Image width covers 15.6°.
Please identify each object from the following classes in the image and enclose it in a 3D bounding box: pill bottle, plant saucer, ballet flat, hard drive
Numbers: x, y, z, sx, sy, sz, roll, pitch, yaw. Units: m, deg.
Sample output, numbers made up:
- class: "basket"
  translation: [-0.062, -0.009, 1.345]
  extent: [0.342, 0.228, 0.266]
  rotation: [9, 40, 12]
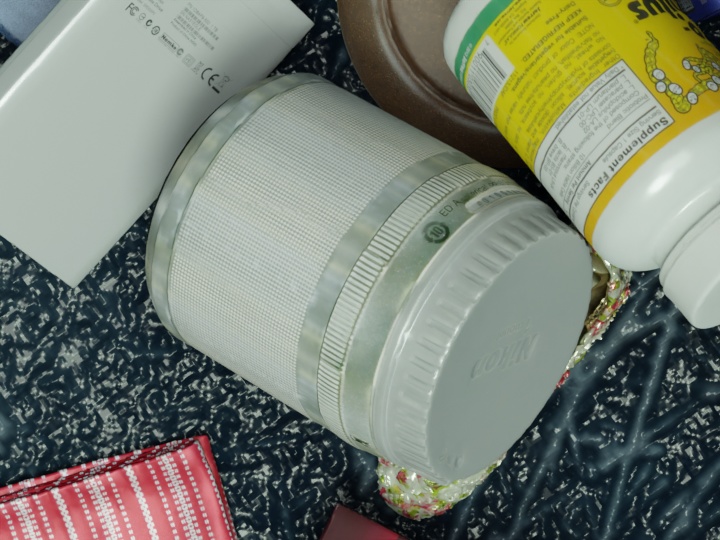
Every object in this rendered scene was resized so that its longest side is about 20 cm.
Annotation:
- class: "pill bottle"
  translation: [0.141, -0.072, 1.332]
  extent: [0.113, 0.113, 0.200]
  rotation: [-38, 68, 2]
- class: "plant saucer"
  translation: [0.086, -0.157, 1.458]
  extent: [0.200, 0.034, 0.201]
  rotation: [0, 91, 2]
- class: "ballet flat"
  translation: [0.076, 0.054, 1.449]
  extent: [0.076, 0.064, 0.200]
  rotation: [36, 93, -1]
- class: "hard drive"
  translation: [-0.131, -0.097, 1.425]
  extent: [0.200, 0.132, 0.027]
  rotation: [-48, 48, 1]

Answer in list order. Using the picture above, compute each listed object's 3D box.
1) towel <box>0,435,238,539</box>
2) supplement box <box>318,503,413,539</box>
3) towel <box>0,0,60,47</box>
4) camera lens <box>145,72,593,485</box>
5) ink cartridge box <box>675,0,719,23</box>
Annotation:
- class: "towel"
  translation: [-0.163, 0.186, 1.478]
  extent: [0.199, 0.022, 0.145]
  rotation: [-16, 92, 1]
- class: "supplement box"
  translation: [0.054, 0.220, 1.424]
  extent: [0.200, 0.061, 0.109]
  rotation: [25, 83, 17]
- class: "towel"
  translation: [-0.119, -0.194, 1.453]
  extent: [0.112, 0.049, 0.200]
  rotation: [41, 91, -1]
- class: "camera lens"
  translation: [0.000, 0.000, 1.374]
  extent: [0.200, 0.160, 0.160]
  rotation: [29, 92, 28]
- class: "ink cartridge box"
  translation: [0.217, -0.222, 1.416]
  extent: [0.200, 0.076, 0.137]
  rotation: [-25, 91, -8]
